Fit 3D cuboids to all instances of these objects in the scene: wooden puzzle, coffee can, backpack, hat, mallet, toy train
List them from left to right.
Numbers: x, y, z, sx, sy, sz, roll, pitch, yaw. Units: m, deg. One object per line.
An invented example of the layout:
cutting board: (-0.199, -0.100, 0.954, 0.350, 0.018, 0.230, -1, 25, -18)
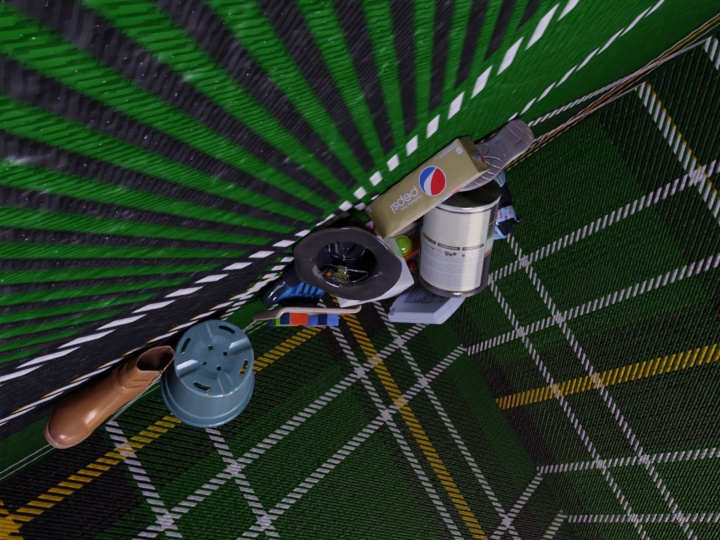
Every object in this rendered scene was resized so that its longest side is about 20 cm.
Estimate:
wooden puzzle: (-0.121, 0.104, 1.228, 0.198, 0.047, 0.185, -2, 174, -28)
mallet: (-0.101, -0.011, 1.114, 0.065, 0.041, 0.200, -32, -178, 14)
hat: (-0.017, -0.033, 0.910, 0.200, 0.199, 0.082, -34, -143, 47)
toy train: (0.088, -0.043, 1.201, 0.199, 0.085, 0.116, -33, 167, 1)
coffee can: (0.186, -0.071, 1.061, 0.146, 0.146, 0.202, -30, 136, -33)
backpack: (0.257, -0.145, 1.186, 0.133, 0.185, 0.200, -15, -172, 25)

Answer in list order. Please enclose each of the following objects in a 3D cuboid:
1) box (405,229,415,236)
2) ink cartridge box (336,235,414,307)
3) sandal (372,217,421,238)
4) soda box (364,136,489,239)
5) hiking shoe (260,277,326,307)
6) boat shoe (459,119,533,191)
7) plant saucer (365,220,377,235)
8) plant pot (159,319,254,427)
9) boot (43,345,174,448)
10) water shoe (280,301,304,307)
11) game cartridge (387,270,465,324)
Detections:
box: (0.085, -0.091, 1.444, 0.199, 0.075, 0.100, -35, 177, 21)
ink cartridge box: (0.000, 0.000, 1.084, 0.198, 0.118, 0.067, -8, 158, -42)
sandal: (0.109, -0.127, 1.125, 0.199, 0.080, 0.055, -27, 134, -28)
soda box: (0.104, -0.131, 0.890, 0.199, 0.064, 0.068, -34, 177, 32)
hiking shoe: (-0.123, 0.039, 1.187, 0.199, 0.087, 0.074, -30, 178, -40)
boat shoe: (0.226, -0.198, 1.005, 0.199, 0.075, 0.073, -31, 178, -11)
plant saucer: (0.039, -0.083, 1.239, 0.199, 0.051, 0.201, -33, 178, -1)
plant pot: (-0.299, 0.199, 1.108, 0.199, 0.201, 0.196, -30, 170, -28)
boot: (-0.410, 0.198, 0.910, 0.154, 0.074, 0.200, -32, -170, 28)
water shoe: (-0.120, 0.019, 1.309, 0.199, 0.071, 0.079, -27, 146, -36)
game cartridge: (0.156, 0.042, 1.143, 0.132, 0.041, 0.200, -6, -151, 39)
